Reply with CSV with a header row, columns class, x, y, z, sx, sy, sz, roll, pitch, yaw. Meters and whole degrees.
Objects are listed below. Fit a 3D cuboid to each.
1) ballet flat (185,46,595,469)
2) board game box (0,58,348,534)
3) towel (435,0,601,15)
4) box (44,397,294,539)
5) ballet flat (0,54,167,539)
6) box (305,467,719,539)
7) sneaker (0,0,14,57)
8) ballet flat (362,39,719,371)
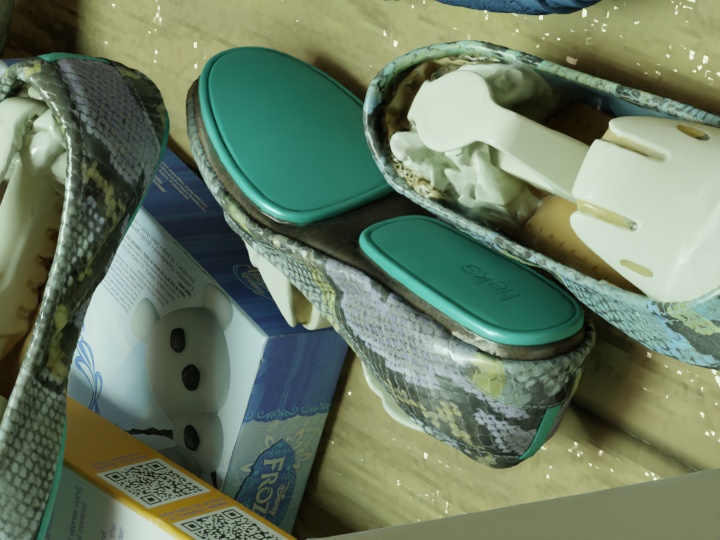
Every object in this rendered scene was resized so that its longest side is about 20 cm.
class,x,y,z,sx,sy,sz,roll,pitch,yaw
ballet flat,0.000,0.000,0.890,0.200,0.072,0.072,43,127,43
board game box,-0.095,0.054,1.043,0.200,0.043,0.199,44,127,41
towel,0.016,-0.140,0.866,0.200,0.048,0.112,13,104,51
box,-0.096,0.116,0.969,0.200,0.041,0.119,30,119,39
ballet flat,-0.126,0.021,0.908,0.072,0.072,0.201,14,84,52
box,0.079,0.167,0.689,0.199,0.200,0.131,60,137,30
sneaker,-0.180,-0.036,1.095,0.079,0.095,0.200,32,102,32
ballet flat,0.069,-0.022,0.783,0.200,0.074,0.074,20,110,50
